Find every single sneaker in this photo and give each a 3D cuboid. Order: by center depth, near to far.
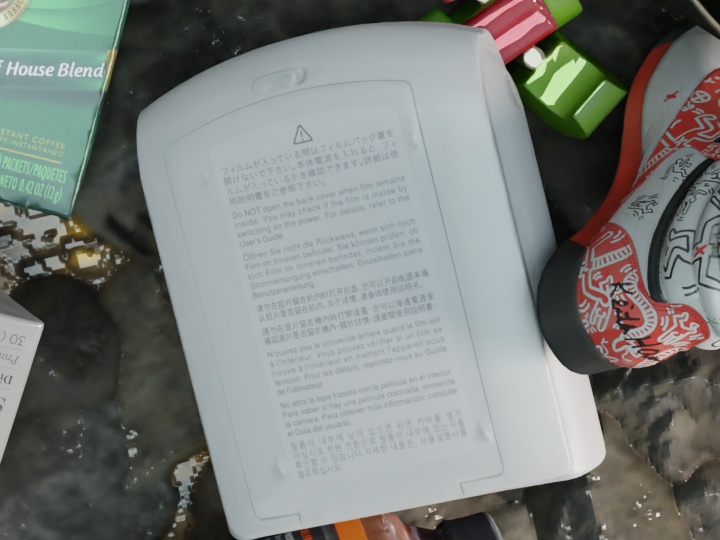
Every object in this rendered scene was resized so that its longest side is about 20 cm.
[{"bbox_3d":[0.154,-0.037,1.208,0.108,0.201,0.067,-11,123,37],"label":"sneaker"}]

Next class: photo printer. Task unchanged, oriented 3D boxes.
[{"bbox_3d":[0.000,0.000,1.241,0.166,0.069,0.200,-13,96,16],"label":"photo printer"}]

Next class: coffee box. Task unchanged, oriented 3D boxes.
[{"bbox_3d":[-0.152,-0.133,1.234,0.123,0.044,0.200,15,97,-10],"label":"coffee box"}]

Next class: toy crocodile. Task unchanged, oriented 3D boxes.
[{"bbox_3d":[0.038,-0.138,1.251,0.067,0.062,0.200,-35,102,-1],"label":"toy crocodile"}]

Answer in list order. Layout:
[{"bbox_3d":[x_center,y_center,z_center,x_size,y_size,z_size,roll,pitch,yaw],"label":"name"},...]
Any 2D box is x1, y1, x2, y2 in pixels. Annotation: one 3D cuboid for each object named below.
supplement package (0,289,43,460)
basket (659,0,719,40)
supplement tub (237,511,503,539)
[{"bbox_3d":[-0.227,0.087,1.209,0.121,0.120,0.200,14,99,-29],"label":"supplement package"},{"bbox_3d":[0.161,-0.155,1.194,0.136,0.200,0.180,-43,103,0],"label":"basket"},{"bbox_3d":[-0.031,0.162,1.270,0.200,0.107,0.107,-16,102,-5],"label":"supplement tub"}]
